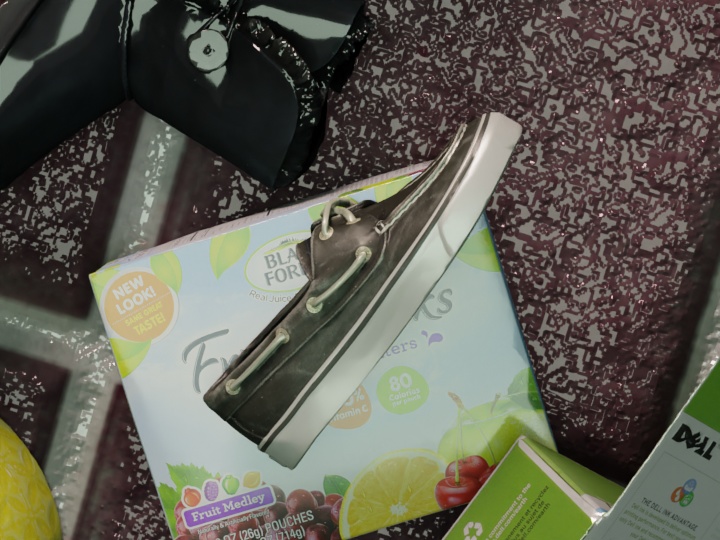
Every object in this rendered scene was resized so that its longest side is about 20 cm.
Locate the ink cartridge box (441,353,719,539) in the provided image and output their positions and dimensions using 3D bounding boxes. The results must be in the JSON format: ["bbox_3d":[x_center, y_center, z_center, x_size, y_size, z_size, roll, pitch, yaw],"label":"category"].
[{"bbox_3d":[0.140,0.121,1.071,0.148,0.076,0.200,30,98,-42],"label":"ink cartridge box"}]

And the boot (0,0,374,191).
[{"bbox_3d":[-0.106,-0.084,1.093,0.168,0.076,0.200,32,91,2],"label":"boot"}]

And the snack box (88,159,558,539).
[{"bbox_3d":[-0.017,0.048,1.109,0.200,0.068,0.169,-16,95,3],"label":"snack box"}]

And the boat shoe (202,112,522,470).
[{"bbox_3d":[0.000,0.000,1.036,0.064,0.071,0.200,36,97,-2],"label":"boat shoe"}]

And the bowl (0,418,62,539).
[{"bbox_3d":[-0.259,0.157,1.113,0.200,0.108,0.201,0,96,3],"label":"bowl"}]
